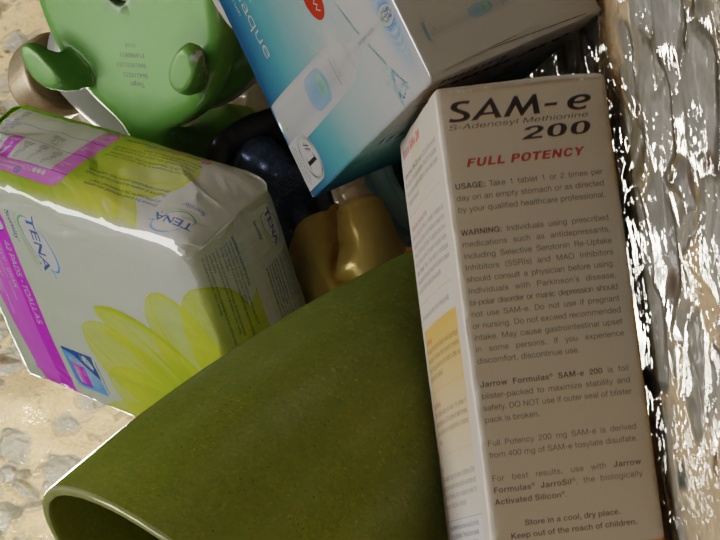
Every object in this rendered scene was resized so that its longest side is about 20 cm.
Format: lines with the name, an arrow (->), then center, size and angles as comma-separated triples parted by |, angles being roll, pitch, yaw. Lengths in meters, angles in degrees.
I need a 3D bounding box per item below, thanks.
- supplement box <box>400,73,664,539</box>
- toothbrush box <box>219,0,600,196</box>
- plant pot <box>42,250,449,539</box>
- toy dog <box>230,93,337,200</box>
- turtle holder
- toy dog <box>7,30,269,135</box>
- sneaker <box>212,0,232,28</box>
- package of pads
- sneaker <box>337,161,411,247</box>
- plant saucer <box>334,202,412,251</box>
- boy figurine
supplement box -> 0.069, 0.029, 1.192 | 0.126, 0.073, 0.200 | 132, 131, -81
toothbrush box -> 0.008, -0.132, 1.248 | 0.147, 0.085, 0.200 | 65, 160, 4
plant pot -> -0.008, 0.091, 1.306 | 0.187, 0.200, 0.187 | 35, 159, 16
toy dog -> -0.021, -0.058, 1.742 | 0.096, 0.132, 0.200 | 40, 168, 16
turtle holder -> -0.084, -0.140, 1.481 | 0.141, 0.132, 0.186 | -28, 92, 46
toy dog -> -0.101, -0.100, 1.614 | 0.200, 0.132, 0.096 | 48, -126, -39
sneaker -> -0.015, -0.197, 1.415 | 0.200, 0.073, 0.085 | -58, -22, -17
package of pads -> -0.112, 0.004, 1.476 | 0.200, 0.068, 0.155 | 18, 138, 40
sneaker -> 0.027, -0.110, 1.485 | 0.082, 0.074, 0.200 | 4, 102, 63
plant saucer -> -0.052, 0.007, 1.627 | 0.200, 0.200, 0.037 | 102, -176, -66
boy figurine -> 0.000, 0.000, 1.445 | 0.200, 0.064, 0.124 | 44, 149, 30
